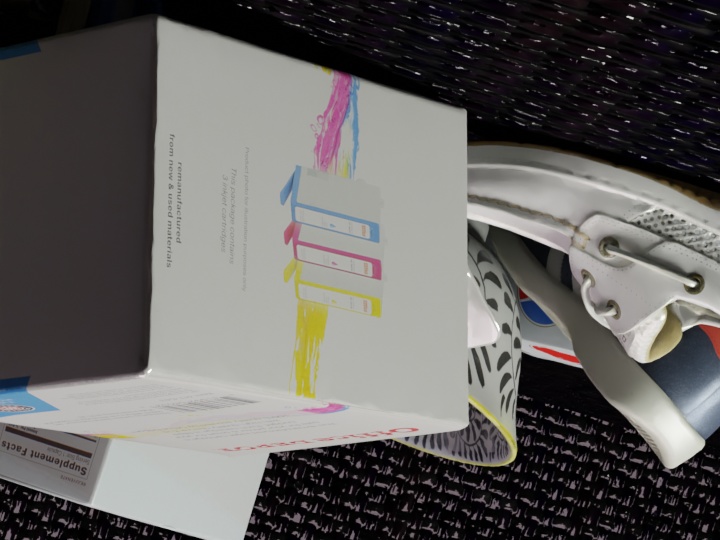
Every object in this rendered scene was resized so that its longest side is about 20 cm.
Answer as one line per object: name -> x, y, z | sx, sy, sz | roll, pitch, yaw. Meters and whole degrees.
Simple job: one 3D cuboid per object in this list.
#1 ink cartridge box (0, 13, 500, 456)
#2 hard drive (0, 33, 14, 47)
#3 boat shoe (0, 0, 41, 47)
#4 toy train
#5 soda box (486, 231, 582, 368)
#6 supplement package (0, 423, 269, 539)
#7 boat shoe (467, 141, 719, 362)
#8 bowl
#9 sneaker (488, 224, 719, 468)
ink cartridge box -> -0.053, -0.005, 1.109 | 0.128, 0.126, 0.200 | -8, 167, 39
hard drive -> -0.203, -0.115, 1.264 | 0.199, 0.026, 0.132 | 20, 175, -32
boat shoe -> -0.139, -0.079, 1.192 | 0.199, 0.063, 0.071 | 22, -153, -31
toy train -> -0.072, -0.078, 1.147 | 0.046, 0.034, 0.200 | 12, 175, 22
soda box -> 0.131, 0.017, 1.371 | 0.068, 0.064, 0.200 | 21, 174, -39
supplement package -> -0.132, 0.027, 1.642 | 0.150, 0.201, 0.152 | 14, 175, 32
boat shoe -> 0.114, 0.001, 1.166 | 0.199, 0.070, 0.071 | 16, 178, 23
bowl -> 0.000, 0.000, 1.357 | 0.200, 0.095, 0.201 | 26, 168, 6
sneaker -> 0.121, 0.006, 1.275 | 0.075, 0.084, 0.200 | 47, -176, -32
